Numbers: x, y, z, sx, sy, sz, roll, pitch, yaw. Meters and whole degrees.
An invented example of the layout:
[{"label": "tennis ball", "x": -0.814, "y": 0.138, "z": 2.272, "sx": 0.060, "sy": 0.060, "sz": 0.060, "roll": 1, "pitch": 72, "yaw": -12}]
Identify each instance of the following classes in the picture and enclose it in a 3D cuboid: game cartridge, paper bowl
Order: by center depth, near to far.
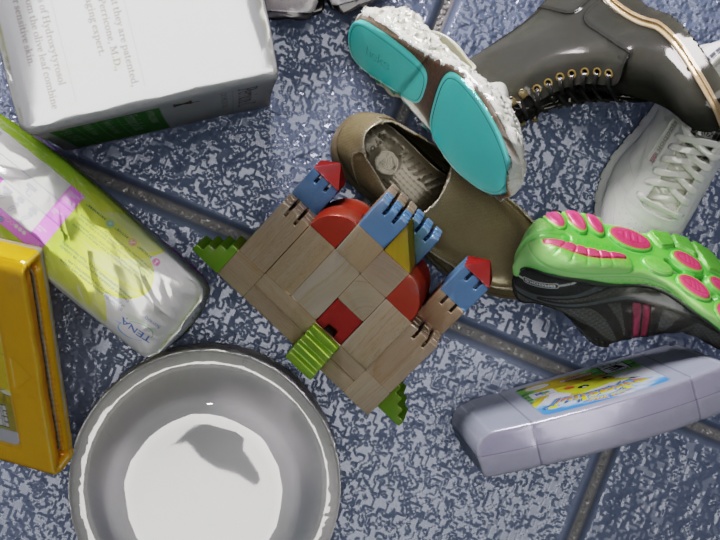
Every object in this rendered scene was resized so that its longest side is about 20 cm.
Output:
[{"label": "game cartridge", "x": -0.299, "y": 0.047, "z": 0.916, "sx": 0.198, "sy": 0.032, "sz": 0.178, "roll": 10, "pitch": 124, "yaw": 16}, {"label": "paper bowl", "x": -0.113, "y": 0.156, "z": 0.969, "sx": 0.199, "sy": 0.104, "sz": 0.203, "roll": 0, "pitch": 92, "yaw": -4}, {"label": "game cartridge", "x": 0.172, "y": 0.100, "z": 0.974, "sx": 0.198, "sy": 0.133, "sz": 0.041, "roll": -15, "pitch": 99, "yaw": -4}]

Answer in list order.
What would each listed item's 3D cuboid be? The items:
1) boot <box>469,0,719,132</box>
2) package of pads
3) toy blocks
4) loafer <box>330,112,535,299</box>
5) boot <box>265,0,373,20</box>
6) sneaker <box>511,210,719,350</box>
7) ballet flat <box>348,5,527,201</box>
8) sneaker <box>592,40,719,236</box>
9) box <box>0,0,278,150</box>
[{"label": "boot", "x": 0.168, "y": -0.130, "z": 0.964, "sx": 0.138, "sy": 0.200, "sz": 0.078, "roll": -35, "pitch": 130, "yaw": 1}, {"label": "package of pads", "x": -0.196, "y": -0.026, "z": 0.935, "sx": 0.200, "sy": 0.155, "sz": 0.068, "roll": 40, "pitch": 88, "yaw": -4}, {"label": "toy blocks", "x": 0.000, "y": 0.000, "z": 0.955, "sx": 0.200, "sy": 0.100, "sz": 0.137, "roll": 43, "pitch": 110, "yaw": -3}, {"label": "loafer", "x": 0.062, "y": -0.046, "z": 0.997, "sx": 0.199, "sy": 0.067, "sz": 0.076, "roll": 34, "pitch": 88, "yaw": -4}, {"label": "boot", "x": 0.006, "y": -0.269, "z": 1.000, "sx": 0.198, "sy": 0.070, "sz": 0.133, "roll": -19, "pitch": 97, "yaw": 5}, {"label": "sneaker", "x": 0.202, "y": 0.016, "z": 0.985, "sx": 0.198, "sy": 0.084, "sz": 0.077, "roll": 20, "pitch": 46, "yaw": -10}, {"label": "ballet flat", "x": 0.069, "y": -0.133, "z": 0.961, "sx": 0.072, "sy": 0.072, "sz": 0.200, "roll": -39, "pitch": 60, "yaw": -3}, {"label": "sneaker", "x": 0.239, "y": -0.085, "z": 1.004, "sx": 0.076, "sy": 0.081, "sz": 0.201, "roll": 24, "pitch": 93, "yaw": -7}, {"label": "box", "x": -0.160, "y": -0.199, "z": 0.914, "sx": 0.170, "sy": 0.199, "sz": 0.202, "roll": -14, "pitch": 93, "yaw": -5}]
